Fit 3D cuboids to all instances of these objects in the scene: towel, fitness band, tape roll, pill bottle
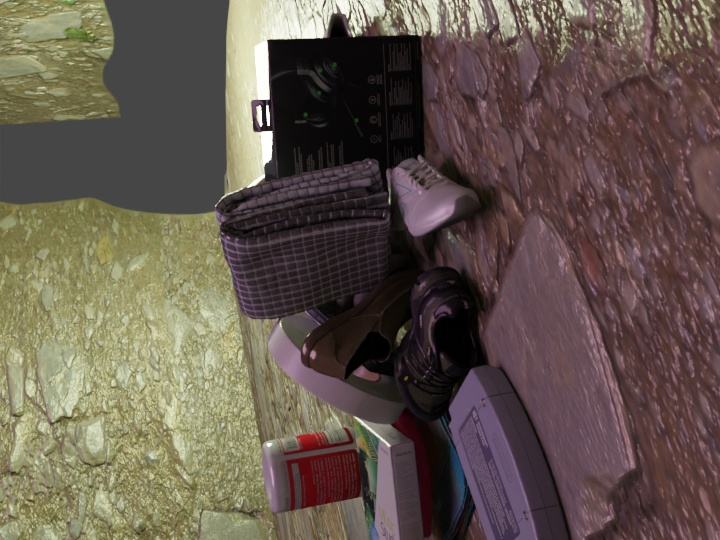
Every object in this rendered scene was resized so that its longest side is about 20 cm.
[{"bbox_3d":[-0.057,-0.027,0.894,0.166,0.200,0.086,85,171,-52],"label":"towel"},{"bbox_3d":[0.053,0.286,1.055,0.144,0.037,0.200,-143,48,-65],"label":"fitness band"},{"bbox_3d":[-0.028,0.127,1.005,0.037,0.203,0.203,-59,25,10],"label":"tape roll"},{"bbox_3d":[0.098,0.234,0.991,0.200,0.022,0.147,-112,22,-44],"label":"towel"},{"bbox_3d":[-0.051,0.312,1.222,0.112,0.200,0.112,174,90,-75],"label":"pill bottle"}]

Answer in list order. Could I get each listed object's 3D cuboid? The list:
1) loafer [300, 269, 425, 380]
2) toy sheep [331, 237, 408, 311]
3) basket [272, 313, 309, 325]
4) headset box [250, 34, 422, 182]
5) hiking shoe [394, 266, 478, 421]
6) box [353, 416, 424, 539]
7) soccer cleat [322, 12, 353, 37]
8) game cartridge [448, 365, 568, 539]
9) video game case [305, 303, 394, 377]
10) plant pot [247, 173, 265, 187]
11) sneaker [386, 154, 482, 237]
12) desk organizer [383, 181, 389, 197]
[{"bbox_3d":[0.021,0.070,0.918,0.067,0.200,0.076,41,151,28],"label":"loafer"},{"bbox_3d":[0.000,0.000,1.044,0.200,0.138,0.138,37,145,18],"label":"toy sheep"},{"bbox_3d":[-0.061,0.108,1.325,0.200,0.139,0.176,56,163,-5],"label":"basket"},{"bbox_3d":[-0.032,-0.194,0.941,0.093,0.200,0.174,-146,50,-69],"label":"headset box"},{"bbox_3d":[0.087,0.101,0.869,0.101,0.076,0.200,-117,26,-59],"label":"hiking shoe"},{"bbox_3d":[0.037,0.297,0.990,0.144,0.036,0.200,-167,70,-71],"label":"box"},{"bbox_3d":[-0.023,-0.286,1.122,0.085,0.069,0.200,104,159,-62],"label":"soccer cleat"},{"bbox_3d":[0.146,0.206,0.781,0.133,0.041,0.200,111,149,-51],"label":"game cartridge"},{"bbox_3d":[-0.024,0.076,1.049,0.200,0.019,0.143,41,-174,26],"label":"video game case"},{"bbox_3d":[-0.108,-0.110,1.336,0.135,0.200,0.200,-58,21,3],"label":"plant pot"},{"bbox_3d":[0.067,-0.084,0.845,0.200,0.070,0.080,-163,53,-72],"label":"sneaker"},{"bbox_3d":[-0.004,-0.115,1.099,0.072,0.077,0.200,-115,24,-49],"label":"desk organizer"}]
